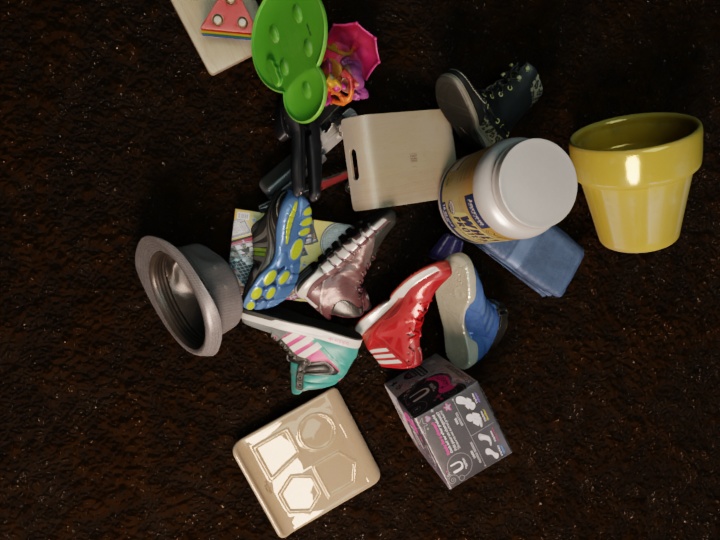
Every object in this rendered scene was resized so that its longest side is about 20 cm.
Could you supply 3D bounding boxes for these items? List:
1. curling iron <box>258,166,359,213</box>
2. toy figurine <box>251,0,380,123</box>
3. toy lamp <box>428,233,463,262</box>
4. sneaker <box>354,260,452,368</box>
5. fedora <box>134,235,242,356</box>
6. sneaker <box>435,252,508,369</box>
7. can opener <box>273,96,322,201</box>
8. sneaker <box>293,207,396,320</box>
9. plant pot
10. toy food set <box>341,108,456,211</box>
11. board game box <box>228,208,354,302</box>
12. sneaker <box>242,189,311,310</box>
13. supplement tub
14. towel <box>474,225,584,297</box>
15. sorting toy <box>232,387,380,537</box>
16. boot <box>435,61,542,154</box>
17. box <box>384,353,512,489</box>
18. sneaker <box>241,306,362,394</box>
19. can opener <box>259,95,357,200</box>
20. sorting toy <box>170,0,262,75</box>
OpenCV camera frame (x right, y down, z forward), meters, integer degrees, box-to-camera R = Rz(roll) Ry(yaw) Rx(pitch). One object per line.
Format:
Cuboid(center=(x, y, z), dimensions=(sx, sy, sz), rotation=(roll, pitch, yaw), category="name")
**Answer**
Cuboid(center=(-0.067, -0.124, 1.045), dimensions=(0.199, 0.026, 0.050), rotation=(-18, 103, -20), category="curling iron")
Cuboid(center=(-0.039, -0.308, 0.976), dimensions=(0.183, 0.150, 0.201), rotation=(-8, 76, -50), category="toy figurine")
Cuboid(center=(0.115, 0.034, 1.097), dimensions=(0.058, 0.058, 0.201), rotation=(24, 92, -12), category="toy lamp")
Cuboid(center=(0.090, 0.081, 1.032), dimensions=(0.200, 0.078, 0.116), rotation=(-43, 70, 31), category="sneaker")
Cuboid(center=(-0.247, 0.027, 0.991), dimensions=(0.090, 0.177, 0.200), rotation=(-27, 73, -39), category="fedora")
Cuboid(center=(0.189, 0.053, 1.081), dimensions=(0.111, 0.076, 0.201), rotation=(-26, 115, -38), category="sneaker")
Cuboid(center=(-0.084, -0.192, 0.989), dimensions=(0.063, 0.079, 0.201), rotation=(3, 61, -28), category="can opener")
Cuboid(center=(0.000, 0.000, 1.034), dimensions=(0.200, 0.076, 0.116), rotation=(-40, 107, 5), category="sneaker")
Cuboid(center=(0.458, -0.142, 1.088), dimensions=(0.200, 0.201, 0.190), rotation=(-19, 115, -9), category="plant pot")
Cuboid(center=(0.070, -0.180, 1.058), dimensions=(0.199, 0.060, 0.145), rotation=(-11, 98, -27), category="toy food set")
Cuboid(center=(-0.111, -0.020, 1.057), dimensions=(0.199, 0.035, 0.137), rotation=(8, 94, -12), category="board game box")
Cuboid(center=(-0.132, -0.030, 1.003), dimensions=(0.070, 0.083, 0.201), rotation=(7, 111, -38), category="sneaker")
Cuboid(center=(0.214, -0.117, 0.978), dimensions=(0.143, 0.200, 0.146), rotation=(0, 89, -15), category="supplement tub")
Cuboid(center=(0.284, -0.048, 1.125), dimensions=(0.199, 0.049, 0.112), rotation=(35, 84, -11), category="towel")
Cuboid(center=(-0.088, 0.319, 1.099), dimensions=(0.199, 0.036, 0.186), rotation=(-29, 100, -12), category="sorting toy")
Cuboid(center=(0.208, -0.285, 1.045), dimensions=(0.154, 0.073, 0.204), rotation=(-52, 138, -6), category="boot")
Cuboid(center=(0.130, 0.231, 1.044), dimensions=(0.114, 0.200, 0.133), rotation=(-29, 100, -8), category="box")
Cuboid(center=(-0.106, 0.133, 1.053), dimensions=(0.199, 0.084, 0.122), rotation=(17, 99, 2), category="sneaker")
Cuboid(center=(-0.083, -0.192, 1.046), dimensions=(0.200, 0.053, 0.066), rotation=(-46, 67, -5), category="can opener")
Cuboid(center=(-0.187, -0.434, 0.985), dimensions=(0.198, 0.070, 0.201), rotation=(-29, 100, -7), category="sorting toy")
